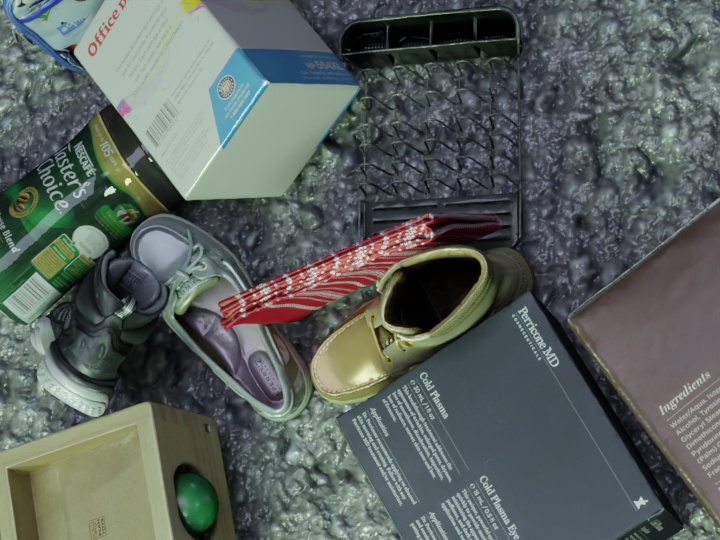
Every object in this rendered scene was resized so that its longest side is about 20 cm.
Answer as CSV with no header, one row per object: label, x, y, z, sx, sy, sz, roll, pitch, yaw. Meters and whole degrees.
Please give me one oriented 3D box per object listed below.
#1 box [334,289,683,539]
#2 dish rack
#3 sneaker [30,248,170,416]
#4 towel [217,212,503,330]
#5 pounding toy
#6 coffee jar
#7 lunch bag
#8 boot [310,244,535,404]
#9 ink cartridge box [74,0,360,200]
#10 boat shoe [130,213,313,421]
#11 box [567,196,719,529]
box,0.114,0.154,1.681,0.181,0.104,0.201,-33,70,8
dish rack,0.061,-0.105,1.790,0.152,0.055,0.202,-4,76,17
sneaker,-0.203,0.038,1.769,0.075,0.200,0.114,32,98,-14
towel,0.000,0.000,1.717,0.199,0.144,0.023,-23,82,24
pounding toy,-0.160,0.215,1.749,0.199,0.142,0.186,-19,71,23
coffee jar,-0.234,-0.053,1.844,0.199,0.085,0.105,-38,44,4
lunch bag,-0.212,-0.259,1.854,0.199,0.160,0.076,-37,60,6
boot,0.030,0.041,1.703,0.199,0.155,0.073,-27,81,15
ink cartridge box,-0.124,-0.173,1.801,0.200,0.125,0.129,52,121,24
boat shoe,-0.115,0.036,1.784,0.074,0.065,0.203,-37,82,5
box,0.283,0.078,1.614,0.164,0.166,0.201,-38,70,6
